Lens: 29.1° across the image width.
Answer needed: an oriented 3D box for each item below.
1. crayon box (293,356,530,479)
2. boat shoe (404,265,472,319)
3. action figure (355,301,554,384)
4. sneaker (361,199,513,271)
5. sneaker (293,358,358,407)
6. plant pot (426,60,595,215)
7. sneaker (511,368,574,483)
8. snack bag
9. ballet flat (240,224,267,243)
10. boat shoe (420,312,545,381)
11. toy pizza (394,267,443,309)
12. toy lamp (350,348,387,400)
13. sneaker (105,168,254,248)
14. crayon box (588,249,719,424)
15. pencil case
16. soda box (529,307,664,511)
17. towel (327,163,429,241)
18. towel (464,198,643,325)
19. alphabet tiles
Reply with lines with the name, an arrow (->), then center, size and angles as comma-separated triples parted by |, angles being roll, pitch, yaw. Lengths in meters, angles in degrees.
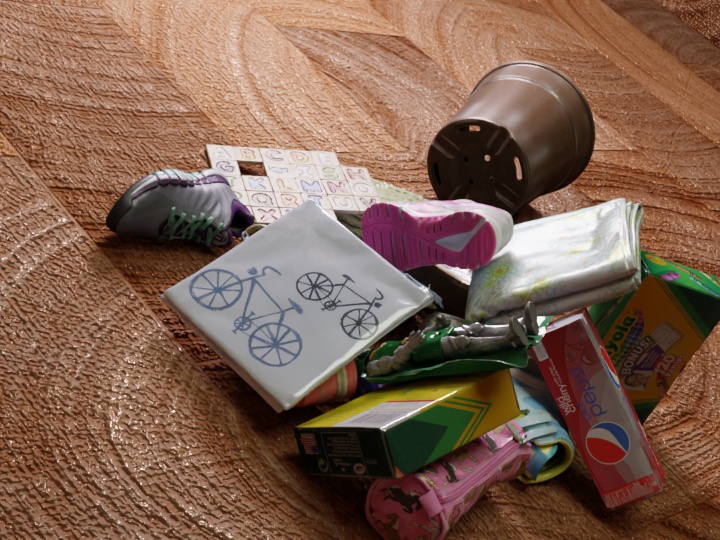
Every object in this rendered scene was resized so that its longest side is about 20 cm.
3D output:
crayon box -> 0.055, 0.133, 1.275 | 0.200, 0.127, 0.051 | -21, 99, -39
boat shoe -> 0.136, 0.036, 1.622 | 0.200, 0.071, 0.069 | 38, 30, 17
action figure -> 0.070, 0.074, 1.305 | 0.118, 0.200, 0.055 | -30, 103, -58
sneaker -> 0.090, -0.040, 1.573 | 0.200, 0.081, 0.088 | 8, 14, 39
sneaker -> -0.090, 0.062, 1.359 | 0.087, 0.074, 0.200 | -21, 47, -33
plant pot -> 0.198, -0.167, 1.919 | 0.200, 0.200, 0.198 | 35, 36, 10
sneaker -> 0.138, 0.149, 1.425 | 0.200, 0.080, 0.131 | 20, 27, -18
snack bag -> -0.061, 0.026, 1.343 | 0.200, 0.021, 0.189 | -36, 59, -26
ballet flat -> -0.075, 0.013, 1.451 | 0.069, 0.069, 0.200 | 11, 25, -33
boat shoe -> 0.159, 0.097, 1.547 | 0.200, 0.071, 0.070 | 18, 34, -9
toy pizza -> 0.000, 0.000, 1.530 | 0.200, 0.032, 0.200 | 29, -3, 1
toy lamp -> -0.002, 0.084, 1.425 | 0.058, 0.058, 0.200 | 13, 29, -30
sneaker -> -0.181, -0.058, 1.473 | 0.088, 0.074, 0.200 | 43, 29, 15
crayon box -> 0.312, 0.080, 1.579 | 0.119, 0.200, 0.058 | 18, 29, -22
pencil case -> 0.085, 0.192, 1.288 | 0.083, 0.087, 0.200 | 33, 29, 21
soda box -> 0.246, 0.144, 1.444 | 0.200, 0.063, 0.070 | 65, 16, -1
towel -> 0.031, -0.070, 1.739 | 0.200, 0.036, 0.148 | 21, 28, -18
towel -> 0.214, -0.009, 1.525 | 0.048, 0.200, 0.171 | 65, 21, -21
alphabet tiles -> -0.076, -0.100, 1.660 | 0.200, 0.008, 0.167 | 2, 35, -18
